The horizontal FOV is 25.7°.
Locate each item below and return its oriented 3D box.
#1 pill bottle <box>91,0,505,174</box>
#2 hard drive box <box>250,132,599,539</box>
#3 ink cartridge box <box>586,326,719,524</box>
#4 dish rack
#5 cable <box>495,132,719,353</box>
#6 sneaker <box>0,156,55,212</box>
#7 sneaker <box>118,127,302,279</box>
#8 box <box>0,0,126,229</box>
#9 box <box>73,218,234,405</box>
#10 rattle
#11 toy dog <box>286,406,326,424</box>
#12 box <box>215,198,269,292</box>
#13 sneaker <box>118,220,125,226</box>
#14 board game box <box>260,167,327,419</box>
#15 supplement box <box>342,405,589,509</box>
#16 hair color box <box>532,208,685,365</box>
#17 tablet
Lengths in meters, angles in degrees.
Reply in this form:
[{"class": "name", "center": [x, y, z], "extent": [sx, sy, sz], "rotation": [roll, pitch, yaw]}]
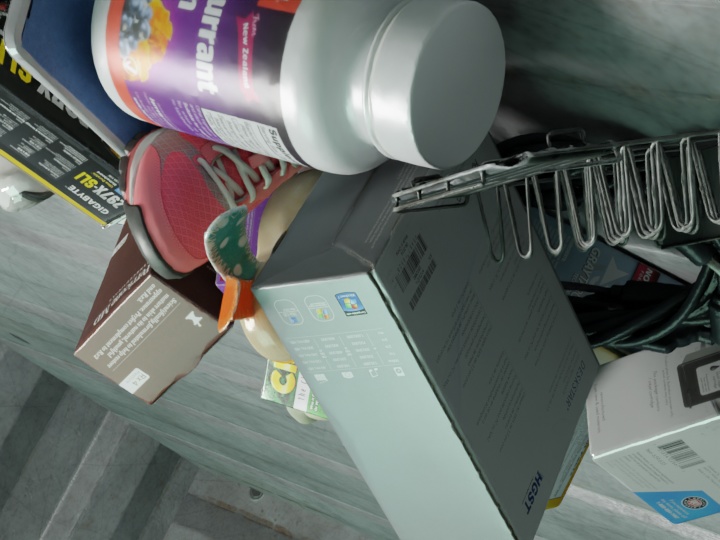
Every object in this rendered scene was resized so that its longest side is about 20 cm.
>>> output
[{"class": "pill bottle", "center": [-0.031, -0.112, 0.807], "extent": [0.200, 0.112, 0.111], "rotation": [17, 163, 33]}, {"class": "hard drive box", "center": [0.044, 0.032, 0.853], "extent": [0.077, 0.156, 0.200], "rotation": [-9, 124, 33]}, {"class": "ink cartridge box", "center": [0.254, 0.083, 0.976], "extent": [0.200, 0.067, 0.116], "rotation": [-22, 138, 29]}, {"class": "dish rack", "center": [0.121, -0.035, 0.730], "extent": [0.200, 0.055, 0.153], "rotation": [-8, 176, -25]}, {"class": "cable", "center": [0.127, -0.013, 0.907], "extent": [0.200, 0.051, 0.163], "rotation": [14, 147, 18]}, {"class": "sneaker", "center": [-0.213, -0.119, 0.995], "extent": [0.074, 0.200, 0.087], "rotation": [-20, 135, 15]}, {"class": "sneaker", "center": [-0.067, -0.073, 0.900], "extent": [0.087, 0.200, 0.074], "rotation": [-16, 118, 31]}, {"class": "box", "center": [-0.198, -0.141, 0.916], "extent": [0.049, 0.160, 0.200], "rotation": [-25, 137, 29]}, {"class": "box", "center": [-0.130, -0.011, 1.132], "extent": [0.075, 0.200, 0.100], "rotation": [35, 123, -20]}, {"class": "rattle", "center": [-0.064, 0.012, 0.889], "extent": [0.143, 0.130, 0.200], "rotation": [5, -166, 33]}, {"class": "toy dog", "center": [0.041, 0.063, 1.277], "extent": [0.200, 0.140, 0.194], "rotation": [9, 168, 17]}, {"class": "box", "center": [-0.046, -0.016, 1.118], "extent": [0.039, 0.137, 0.200], "rotation": [-1, 157, 16]}, {"class": "sneaker", "center": [-0.198, -0.061, 1.352], "extent": [0.200, 0.081, 0.146], "rotation": [25, 163, -14]}, {"class": "board game box", "center": [0.000, 0.000, 0.997], "extent": [0.105, 0.200, 0.023], "rotation": [16, -165, 20]}, {"class": "supplement box", "center": [0.090, 0.099, 1.098], "extent": [0.109, 0.109, 0.200], "rotation": [30, -173, 22]}, {"class": "hair color box", "center": [0.118, 0.006, 1.061], "extent": [0.200, 0.061, 0.099], "rotation": [27, 167, -2]}, {"class": "tablet", "center": [-0.130, -0.129, 0.899], "extent": [0.014, 0.130, 0.200], "rotation": [-1, 154, 25]}]
